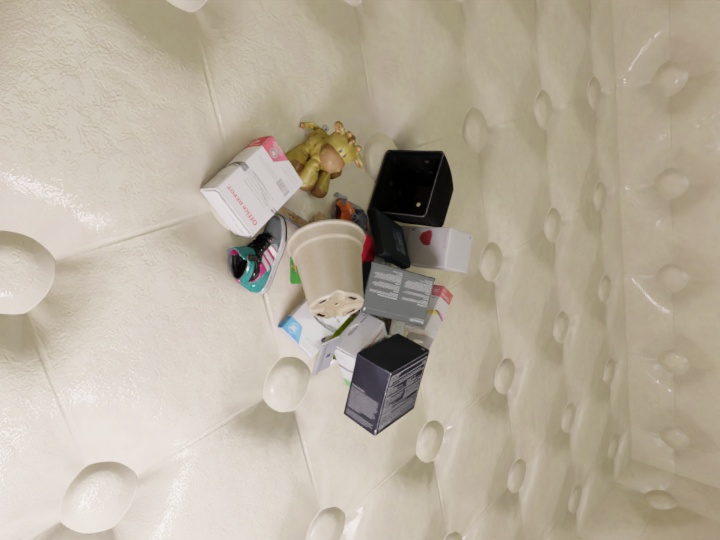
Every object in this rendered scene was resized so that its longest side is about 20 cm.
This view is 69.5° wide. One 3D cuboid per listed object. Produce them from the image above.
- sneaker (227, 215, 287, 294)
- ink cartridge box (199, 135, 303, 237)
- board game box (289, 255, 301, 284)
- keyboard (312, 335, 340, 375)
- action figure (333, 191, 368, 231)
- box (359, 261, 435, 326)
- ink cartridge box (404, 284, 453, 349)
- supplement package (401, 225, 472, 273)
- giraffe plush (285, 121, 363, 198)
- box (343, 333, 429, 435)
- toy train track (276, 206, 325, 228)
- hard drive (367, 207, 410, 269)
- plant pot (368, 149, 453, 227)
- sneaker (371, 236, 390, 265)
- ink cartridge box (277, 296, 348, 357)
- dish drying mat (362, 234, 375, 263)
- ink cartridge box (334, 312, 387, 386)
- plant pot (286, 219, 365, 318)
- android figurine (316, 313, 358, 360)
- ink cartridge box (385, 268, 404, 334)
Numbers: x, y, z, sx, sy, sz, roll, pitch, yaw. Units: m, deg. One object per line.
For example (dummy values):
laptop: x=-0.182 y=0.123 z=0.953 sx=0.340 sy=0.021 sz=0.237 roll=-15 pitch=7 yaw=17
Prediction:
sneaker: x=-0.256 y=-0.050 z=1.250 sx=0.120 sy=0.083 sz=0.202 roll=22 pitch=81 yaw=-52
ink cartridge box: x=-0.254 y=-0.198 z=1.228 sx=0.200 sy=0.084 sz=0.146 roll=-52 pitch=126 yaw=-27
board game box: x=-0.116 y=-0.017 z=1.417 sx=0.199 sy=0.030 sz=0.096 roll=-4 pitch=97 yaw=-45
keyboard: x=-0.093 y=0.229 z=1.384 sx=0.056 sy=0.011 sz=0.200 roll=-29 pitch=158 yaw=-27
action figure: x=-0.025 y=-0.113 z=1.408 sx=0.193 sy=0.104 sz=0.202 roll=-5 pitch=91 yaw=-71
box: x=0.092 y=0.065 z=1.446 sx=0.199 sy=0.079 sz=0.142 roll=15 pitch=85 yaw=-20
ink cartridge box: x=0.203 y=0.144 z=1.672 sx=0.067 sy=0.116 sz=0.201 roll=40 pitch=68 yaw=-39
supplement package: x=0.228 y=-0.068 z=1.613 sx=0.119 sy=0.199 sz=0.122 roll=12 pitch=86 yaw=-43
giraffe plush: x=-0.076 y=-0.295 z=1.326 sx=0.172 sy=0.161 sz=0.202 roll=25 pitch=79 yaw=-41
box: x=0.073 y=0.305 z=1.427 sx=0.199 sy=0.123 sz=0.200 roll=-16 pitch=125 yaw=-51
toy train track: x=-0.158 y=-0.119 z=1.361 sx=0.199 sy=0.032 sz=0.116 roll=32 pitch=63 yaw=-32
hard drive: x=0.085 y=-0.090 z=1.512 sx=0.200 sy=0.033 sz=0.141 roll=24 pitch=51 yaw=-62
plant pot: x=0.174 y=-0.229 z=1.559 sx=0.177 sy=0.199 sz=0.201 roll=28 pitch=76 yaw=-52
sneaker: x=0.029 y=0.011 z=1.522 sx=0.115 sy=0.075 sz=0.202 roll=-33 pitch=119 yaw=-38
ink cartridge box: x=-0.107 y=0.115 z=1.369 sx=0.116 sy=0.067 sz=0.200 roll=45 pitch=73 yaw=-10
dish drying mat: x=0.000 y=0.000 z=1.467 sx=0.077 sy=0.018 sz=0.202 roll=16 pitch=93 yaw=-55
ink cartridge box: x=0.011 y=0.240 z=1.489 sx=0.146 sy=0.084 sz=0.201 roll=-47 pitch=143 yaw=-28
plant pot: x=-0.071 y=0.008 z=1.263 sx=0.200 sy=0.200 sz=0.185 roll=19 pitch=49 yaw=-42
android figurine: x=-0.077 y=0.156 z=1.467 sx=0.181 sy=0.041 sz=0.202 roll=4 pitch=94 yaw=-43
ink cartridge box: x=0.111 y=0.098 z=1.581 sx=0.173 sy=0.043 sz=0.202 roll=21 pitch=80 yaw=-70
